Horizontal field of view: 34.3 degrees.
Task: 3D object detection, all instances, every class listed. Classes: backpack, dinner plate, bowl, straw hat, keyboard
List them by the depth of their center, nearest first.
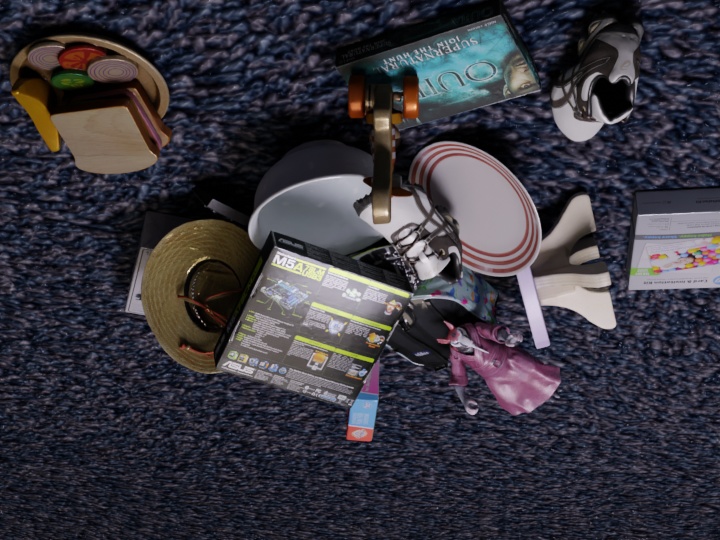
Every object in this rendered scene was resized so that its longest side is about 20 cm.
[{"bbox_3d":[-0.048,-0.099,1.453,0.198,0.091,0.202,-10,154,-5],"label":"bowl"},{"bbox_3d":[0.146,-0.080,1.473,0.199,0.024,0.202,27,141,24],"label":"dinner plate"},{"bbox_3d":[-0.126,-0.052,1.554,0.199,0.021,0.127,26,-175,-35],"label":"keyboard"},{"bbox_3d":[-0.193,0.034,1.570,0.198,0.204,0.085,-4,179,11],"label":"straw hat"},{"bbox_3d":[0.089,0.041,1.639,0.176,0.152,0.199,-20,153,31],"label":"backpack"}]

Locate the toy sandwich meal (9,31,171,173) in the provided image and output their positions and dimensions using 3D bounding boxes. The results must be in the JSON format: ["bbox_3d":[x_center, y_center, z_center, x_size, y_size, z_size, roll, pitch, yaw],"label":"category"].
[{"bbox_3d":[-0.314,-0.191,1.353,0.202,0.071,0.206,2,150,1],"label":"toy sandwich meal"}]

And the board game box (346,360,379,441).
[{"bbox_3d":[0.005,0.134,1.758,0.040,0.202,0.154,3,149,-2],"label":"board game box"}]

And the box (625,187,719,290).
[{"bbox_3d":[0.446,-0.040,1.589,0.154,0.042,0.201,-2,151,7],"label":"box"}]

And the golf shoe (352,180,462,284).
[{"bbox_3d":[0.070,-0.042,1.413,0.077,0.095,0.199,-32,148,27],"label":"golf shoe"}]

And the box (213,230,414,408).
[{"bbox_3d":[-0.061,0.067,1.480,0.198,0.048,0.195,18,113,-21],"label":"box"}]

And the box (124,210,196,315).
[{"bbox_3d":[-0.272,0.000,1.687,0.115,0.061,0.200,9,149,-12],"label":"box"}]

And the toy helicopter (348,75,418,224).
[{"bbox_3d":[0.024,-0.115,1.272,0.078,0.201,0.133,1,132,3],"label":"toy helicopter"}]

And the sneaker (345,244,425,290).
[{"bbox_3d":[0.000,0.000,1.542,0.198,0.081,0.075,-12,111,13],"label":"sneaker"}]

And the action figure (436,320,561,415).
[{"bbox_3d":[0.181,0.112,1.587,0.199,0.150,0.134,35,113,-26],"label":"action figure"}]

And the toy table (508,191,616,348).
[{"bbox_3d":[0.264,-0.004,1.548,0.116,0.184,0.202,-14,115,8],"label":"toy table"}]

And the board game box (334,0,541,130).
[{"bbox_3d":[0.089,-0.224,1.311,0.198,0.028,0.135,-13,146,24],"label":"board game box"}]

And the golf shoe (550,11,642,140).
[{"bbox_3d":[0.256,-0.188,1.281,0.077,0.096,0.201,2,152,-2],"label":"golf shoe"}]
